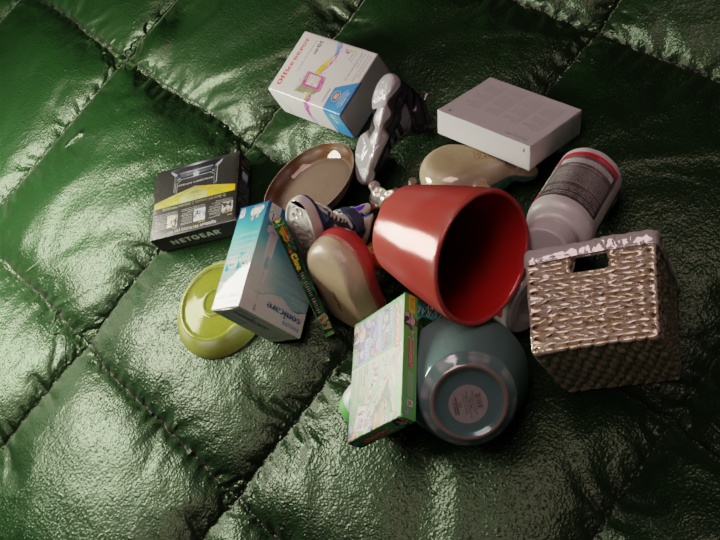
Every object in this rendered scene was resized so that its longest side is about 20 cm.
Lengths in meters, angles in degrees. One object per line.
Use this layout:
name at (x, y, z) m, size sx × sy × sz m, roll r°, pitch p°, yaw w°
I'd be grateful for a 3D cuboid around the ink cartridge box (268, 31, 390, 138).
ink cartridge box at (-0.060, -0.362, 1.977) m, size 0.198 × 0.085 × 0.146 m, roll 25°, pitch 77°, yaw 36°

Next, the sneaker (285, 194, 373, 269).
sneaker at (-0.044, -0.090, 1.748) m, size 0.080 × 0.201 × 0.146 m, roll 29°, pitch 62°, yaw 33°

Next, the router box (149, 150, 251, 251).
router box at (-0.313, -0.135, 2.007) m, size 0.197 × 0.052 × 0.160 m, roll -11°, pitch 60°, yaw 22°

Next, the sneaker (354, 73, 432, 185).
sneaker at (0.065, -0.243, 1.840) m, size 0.075 × 0.112 × 0.203 m, roll 24°, pitch 99°, yaw 61°

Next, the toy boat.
toy boat at (0.000, 0.000, 1.692) m, size 0.130 × 0.201 × 0.131 m, roll 26°, pitch 64°, yaw 34°

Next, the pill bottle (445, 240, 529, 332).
pill bottle at (0.202, 0.000, 1.629) m, size 0.114 × 0.114 × 0.199 m, roll -49°, pitch 54°, yaw -4°

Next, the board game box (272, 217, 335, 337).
board game box at (-0.097, 0.009, 1.718) m, size 0.023 × 0.202 × 0.105 m, roll -25°, pitch 12°, yaw -6°

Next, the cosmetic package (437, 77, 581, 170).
cosmetic package at (0.252, -0.253, 1.737) m, size 0.199 × 0.052 × 0.150 m, roll 29°, pitch 46°, yaw 35°

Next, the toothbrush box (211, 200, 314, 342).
toothbrush box at (-0.158, 0.004, 1.785) m, size 0.085 × 0.146 × 0.203 m, roll -11°, pitch 58°, yaw 45°

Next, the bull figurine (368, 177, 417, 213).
bull figurine at (0.065, -0.084, 1.759) m, size 0.064 × 0.122 × 0.203 m, roll -7°, pitch 63°, yaw -18°

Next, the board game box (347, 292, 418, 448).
board game box at (0.034, 0.150, 1.531) m, size 0.134 × 0.029 × 0.203 m, roll -34°, pitch 43°, yaw 45°

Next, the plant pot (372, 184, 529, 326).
plant pot at (0.124, -0.040, 1.519) m, size 0.176 × 0.200 × 0.202 m, roll 24°, pitch 76°, yaw 48°

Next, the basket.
basket at (0.352, 0.063, 1.467) m, size 0.195 × 0.200 × 0.163 m, roll -10°, pitch 62°, yaw 23°

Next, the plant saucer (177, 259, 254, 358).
plant saucer at (-0.262, 0.063, 1.889) m, size 0.197 × 0.031 × 0.203 m, roll -13°, pitch 59°, yaw 22°

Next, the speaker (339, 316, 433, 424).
speaker at (0.055, 0.168, 1.606) m, size 0.200 × 0.088 × 0.089 m, roll -47°, pitch 51°, yaw 21°

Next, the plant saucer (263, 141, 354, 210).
plant saucer at (-0.090, -0.154, 1.890) m, size 0.198 × 0.032 × 0.202 m, roll -23°, pitch 40°, yaw 20°

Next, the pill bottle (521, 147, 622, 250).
pill bottle at (0.322, -0.091, 1.575) m, size 0.109 × 0.112 × 0.201 m, roll 10°, pitch 44°, yaw 31°

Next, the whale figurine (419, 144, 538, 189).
whale figurine at (0.200, -0.152, 1.735) m, size 0.197 × 0.105 × 0.160 m, roll -9°, pitch 36°, yaw -3°

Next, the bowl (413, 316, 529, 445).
bowl at (0.156, 0.174, 1.497) m, size 0.199 × 0.202 × 0.105 m, roll -32°, pitch 11°, yaw 8°

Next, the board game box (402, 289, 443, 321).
board game box at (0.127, 0.123, 1.656) m, size 0.198 × 0.028 × 0.137 m, roll 18°, pitch 74°, yaw 34°
